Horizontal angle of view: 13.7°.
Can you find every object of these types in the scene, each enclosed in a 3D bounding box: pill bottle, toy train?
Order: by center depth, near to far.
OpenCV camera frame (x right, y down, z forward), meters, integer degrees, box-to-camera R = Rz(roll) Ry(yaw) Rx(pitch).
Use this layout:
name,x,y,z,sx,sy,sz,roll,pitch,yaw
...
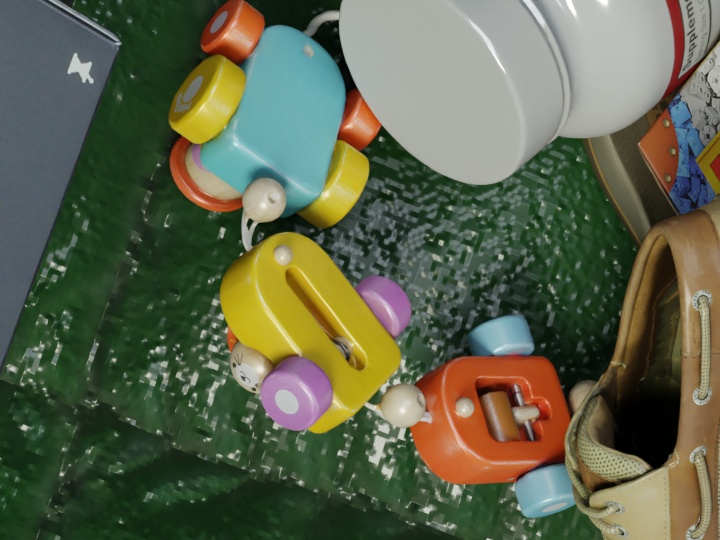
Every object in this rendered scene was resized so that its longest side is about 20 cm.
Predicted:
name,x,y,z,sx,sy,sz,roll,pitch,yaw
toy train,0.000,0.000,1.045,0.150,0.056,0.201,-6,70,-45
pill bottle,0.090,-0.119,1.052,0.200,0.112,0.112,-39,93,-29

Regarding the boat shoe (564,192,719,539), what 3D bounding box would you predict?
name,x,y,z,sx,sy,sz,roll,pitch,yaw
boat shoe,0.103,0.060,1.010,0.073,0.076,0.201,-2,120,-25

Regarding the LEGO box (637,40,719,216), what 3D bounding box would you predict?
name,x,y,z,sx,sy,sz,roll,pitch,yaw
LEGO box,0.221,-0.074,1.049,0.199,0.149,0.077,-13,64,-36

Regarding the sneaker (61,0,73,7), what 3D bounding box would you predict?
name,x,y,z,sx,sy,sz,roll,pitch,yaw
sneaker,-0.184,-0.124,0.984,0.199,0.091,0.077,7,79,-16

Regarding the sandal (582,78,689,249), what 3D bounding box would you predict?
name,x,y,z,sx,sy,sz,roll,pitch,yaw
sandal,0.149,0.000,1.091,0.080,0.054,0.201,-30,89,-22

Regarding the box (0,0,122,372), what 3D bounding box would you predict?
name,x,y,z,sx,sy,sz,roll,pitch,yaw
box,-0.188,0.004,0.895,0.104,0.182,0.201,29,70,-32
